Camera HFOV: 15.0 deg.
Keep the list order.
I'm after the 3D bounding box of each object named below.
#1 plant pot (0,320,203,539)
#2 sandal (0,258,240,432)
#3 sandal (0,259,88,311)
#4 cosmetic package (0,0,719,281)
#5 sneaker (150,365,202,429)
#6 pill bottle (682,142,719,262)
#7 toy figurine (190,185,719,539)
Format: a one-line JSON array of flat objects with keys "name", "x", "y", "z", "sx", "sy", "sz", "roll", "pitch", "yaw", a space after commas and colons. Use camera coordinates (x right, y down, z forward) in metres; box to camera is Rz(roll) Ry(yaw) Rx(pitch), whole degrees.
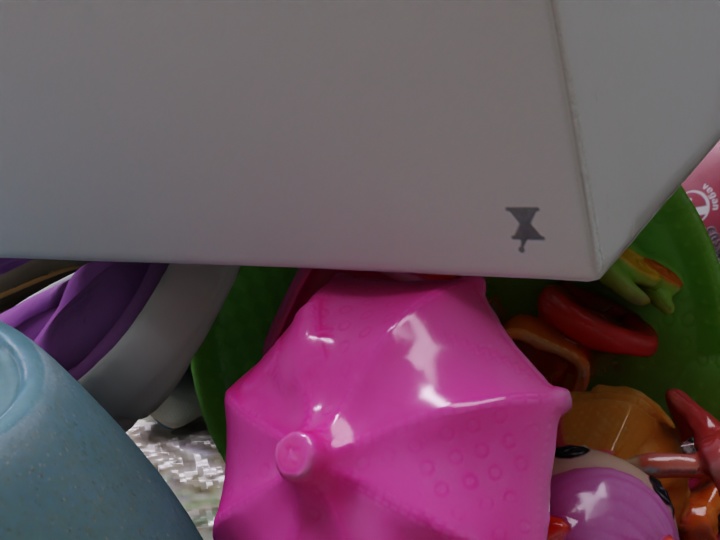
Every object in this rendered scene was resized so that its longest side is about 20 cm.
[{"name": "plant pot", "x": -0.112, "y": 0.086, "z": 0.614, "sx": 0.199, "sy": 0.136, "sz": 0.200, "roll": 0, "pitch": 24, "yaw": 0}, {"name": "sandal", "x": -0.097, "y": 0.020, "z": 0.732, "sx": 0.202, "sy": 0.050, "sz": 0.083, "roll": -30, "pitch": 27, "yaw": 50}, {"name": "sandal", "x": -0.122, "y": -0.022, "z": 0.952, "sx": 0.199, "sy": 0.055, "sz": 0.082, "roll": -8, "pitch": 26, "yaw": -19}, {"name": "cosmetic package", "x": 0.000, "y": -0.095, "z": 0.676, "sx": 0.198, "sy": 0.124, "sz": 0.200, "roll": 2, "pitch": 28, "yaw": 30}, {"name": "sneaker", "x": 0.000, "y": 0.000, "z": 0.809, "sx": 0.200, "sy": 0.072, "sz": 0.073, "roll": -26, "pitch": 38, "yaw": 46}, {"name": "pill bottle", "x": 0.173, "y": -0.041, "z": 0.829, "sx": 0.199, "sy": 0.110, "sz": 0.110, "roll": -30, "pitch": 20, "yaw": 13}, {"name": "toy figurine", "x": 0.038, "y": 0.051, "z": 0.662, "sx": 0.199, "sy": 0.151, "sz": 0.184, "roll": 27, "pitch": 15, "yaw": 0}]
